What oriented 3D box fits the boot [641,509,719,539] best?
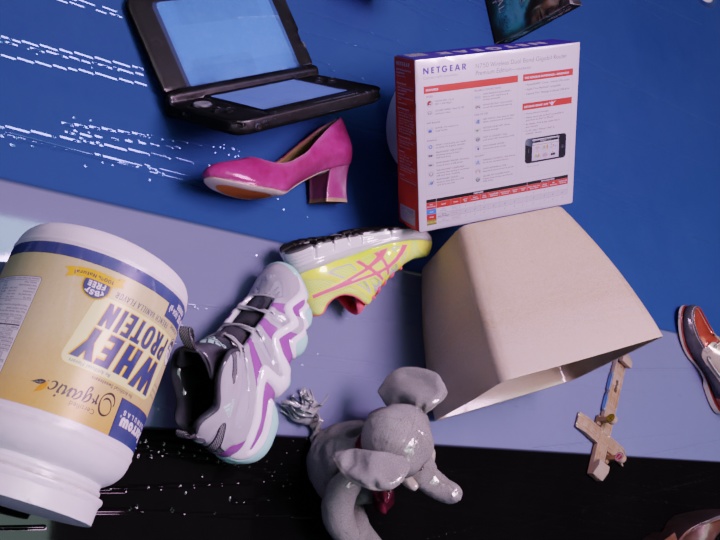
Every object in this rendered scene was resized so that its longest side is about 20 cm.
[{"bbox_3d":[0.489,0.462,1.183,0.186,0.064,0.201,-13,84,-27],"label":"boot"}]

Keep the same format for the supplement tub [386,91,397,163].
[{"bbox_3d":[0.145,-0.170,1.002,0.200,0.145,0.146,2,78,-39],"label":"supplement tub"}]

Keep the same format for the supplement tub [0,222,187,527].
[{"bbox_3d":[-0.229,0.081,0.633,0.144,0.144,0.201,30,62,-30],"label":"supplement tub"}]

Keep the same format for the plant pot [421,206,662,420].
[{"bbox_3d":[0.175,0.042,0.928,0.199,0.200,0.178,-12,74,-20],"label":"plant pot"}]

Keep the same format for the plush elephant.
[{"bbox_3d":[0.029,0.186,0.811,0.200,0.155,0.165,52,53,-18],"label":"plush elephant"}]

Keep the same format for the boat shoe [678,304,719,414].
[{"bbox_3d":[0.579,0.143,1.337,0.071,0.062,0.200,-30,97,-38],"label":"boat shoe"}]

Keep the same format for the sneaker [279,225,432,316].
[{"bbox_3d":[0.000,0.000,0.897,0.200,0.078,0.091,-13,98,-37],"label":"sneaker"}]

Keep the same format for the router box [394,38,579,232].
[{"bbox_3d":[0.138,-0.147,0.883,0.199,0.049,0.180,-11,113,-21],"label":"router box"}]

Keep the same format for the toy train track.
[{"bbox_3d":[0.360,0.200,1.162,0.115,0.032,0.200,39,56,-26],"label":"toy train track"}]

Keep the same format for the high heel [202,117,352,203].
[{"bbox_3d":[-0.081,-0.122,0.849,0.200,0.067,0.096,-1,89,-45],"label":"high heel"}]

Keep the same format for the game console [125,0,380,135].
[{"bbox_3d":[-0.104,-0.223,0.835,0.200,0.176,0.117,-24,123,-40],"label":"game console"}]

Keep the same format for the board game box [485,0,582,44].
[{"bbox_3d":[0.223,-0.434,1.138,0.028,0.135,0.201,-9,84,-40],"label":"board game box"}]

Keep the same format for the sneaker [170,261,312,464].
[{"bbox_3d":[-0.116,0.065,0.748,0.140,0.078,0.201,41,52,-52],"label":"sneaker"}]
